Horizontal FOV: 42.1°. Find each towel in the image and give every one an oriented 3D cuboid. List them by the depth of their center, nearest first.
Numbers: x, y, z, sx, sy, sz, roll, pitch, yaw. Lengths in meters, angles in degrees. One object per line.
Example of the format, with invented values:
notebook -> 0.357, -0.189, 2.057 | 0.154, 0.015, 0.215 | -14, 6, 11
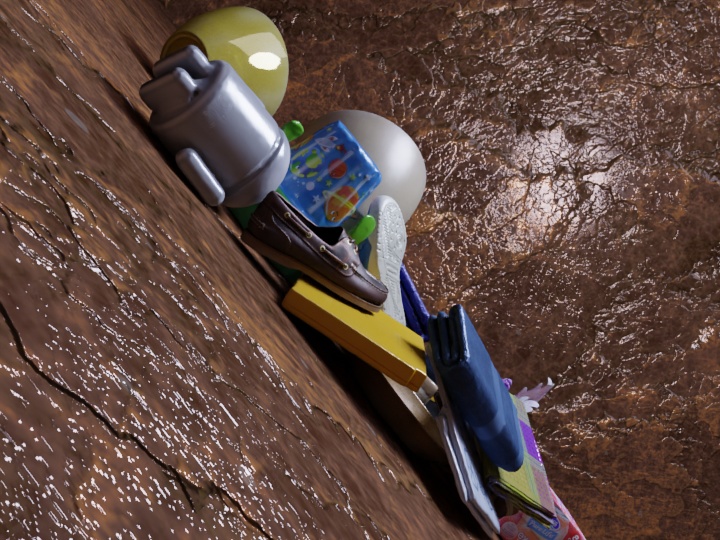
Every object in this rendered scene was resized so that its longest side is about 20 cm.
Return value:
towel -> 0.137, 0.143, 1.098 | 0.112, 0.048, 0.201 | -91, 156, -51
towel -> 0.189, 0.225, 1.218 | 0.143, 0.023, 0.201 | 36, 29, -32
towel -> 0.048, 0.037, 1.357 | 0.149, 0.049, 0.200 | 62, -4, -2

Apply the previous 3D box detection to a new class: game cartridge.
game cartridge -> -0.004, 0.063, 1.079 | 0.175, 0.033, 0.200 | 34, 9, -2

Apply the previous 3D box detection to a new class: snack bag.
snack bag -> 0.118, 0.202, 1.116 | 0.189, 0.021, 0.202 | 56, 17, -59

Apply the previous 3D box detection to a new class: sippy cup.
sippy cup -> -0.048, -0.113, 1.177 | 0.178, 0.130, 0.140 | 51, 2, -4

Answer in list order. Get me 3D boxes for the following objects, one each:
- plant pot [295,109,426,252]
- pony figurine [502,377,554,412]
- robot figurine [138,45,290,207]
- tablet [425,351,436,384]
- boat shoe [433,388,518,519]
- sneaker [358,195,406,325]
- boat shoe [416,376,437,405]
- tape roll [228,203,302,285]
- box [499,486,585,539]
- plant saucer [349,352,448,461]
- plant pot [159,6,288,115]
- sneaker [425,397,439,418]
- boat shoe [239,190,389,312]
plant pot -> -0.017, -0.102, 1.314 | 0.201, 0.199, 0.135 | 50, 38, -27
pony figurine -> 0.193, 0.217, 1.479 | 0.200, 0.193, 0.166 | 50, 25, 15
robot figurine -> -0.154, -0.150, 1.040 | 0.200, 0.112, 0.171 | 49, 44, -34
tablet -> 0.141, 0.216, 1.411 | 0.014, 0.130, 0.201 | -33, 84, -42
boat shoe -> 0.136, 0.242, 1.244 | 0.072, 0.071, 0.201 | 94, -26, -57
sneaker -> -0.001, 0.000, 1.231 | 0.076, 0.110, 0.202 | -24, 115, -52
boat shoe -> 0.058, 0.137, 1.395 | 0.071, 0.064, 0.200 | 49, 4, -39
tape roll -> -0.117, -0.062, 1.238 | 0.201, 0.048, 0.200 | 52, 3, -4
box -> 0.258, 0.370, 1.391 | 0.103, 0.094, 0.200 | 53, 3, 6
plant saucer -> 0.043, 0.160, 1.138 | 0.201, 0.035, 0.200 | 52, 2, -3
plant pot -> -0.235, -0.321, 1.480 | 0.201, 0.200, 0.142 | 52, 29, 15
sneaker -> 0.143, 0.246, 1.326 | 0.201, 0.070, 0.090 | 54, 1, 18
boat shoe -> -0.039, -0.019, 1.067 | 0.199, 0.071, 0.070 | 30, 6, -31
